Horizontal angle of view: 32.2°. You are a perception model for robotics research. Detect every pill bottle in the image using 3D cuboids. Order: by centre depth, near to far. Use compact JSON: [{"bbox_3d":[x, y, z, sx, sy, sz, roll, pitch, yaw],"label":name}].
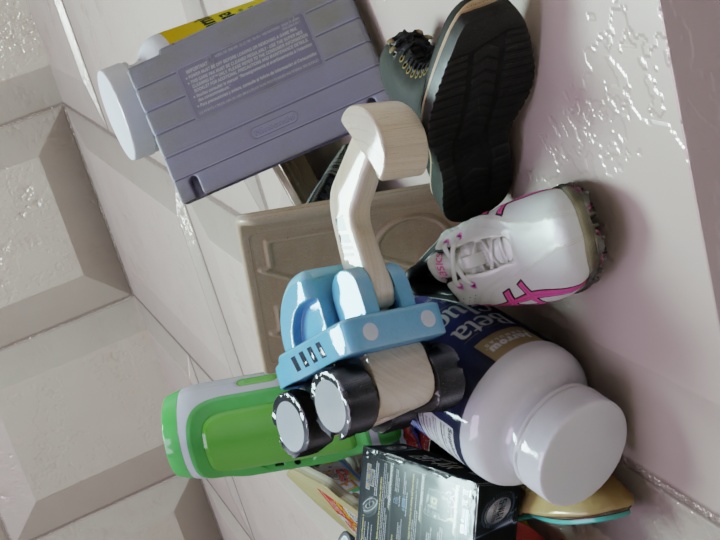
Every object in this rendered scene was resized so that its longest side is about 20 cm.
[{"bbox_3d":[0.096,0.089,0.921,0.200,0.111,0.111,32,143,47],"label":"pill bottle"},{"bbox_3d":[-0.130,-0.174,1.134,0.113,0.200,0.113,55,159,33],"label":"pill bottle"}]

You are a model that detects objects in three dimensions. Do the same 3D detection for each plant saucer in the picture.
[{"bbox_3d":[-0.067,-0.097,1.265,0.200,0.029,0.200,61,178,4],"label":"plant saucer"}]

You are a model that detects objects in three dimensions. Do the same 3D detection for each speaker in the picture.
[{"bbox_3d":[-0.068,0.129,1.097,0.088,0.200,0.089,-10,-90,-84],"label":"speaker"}]

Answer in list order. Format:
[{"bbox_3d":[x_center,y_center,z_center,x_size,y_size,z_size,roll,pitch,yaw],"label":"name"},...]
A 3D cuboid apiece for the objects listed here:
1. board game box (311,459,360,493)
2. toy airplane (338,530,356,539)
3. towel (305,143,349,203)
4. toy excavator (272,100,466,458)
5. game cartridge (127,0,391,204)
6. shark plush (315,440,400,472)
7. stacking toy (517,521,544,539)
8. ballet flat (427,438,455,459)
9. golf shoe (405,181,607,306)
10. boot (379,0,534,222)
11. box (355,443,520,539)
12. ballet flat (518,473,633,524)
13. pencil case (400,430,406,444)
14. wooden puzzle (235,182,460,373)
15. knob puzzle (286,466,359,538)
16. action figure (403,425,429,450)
[{"bbox_3d":[-0.017,0.187,1.349,0.200,0.034,0.135,53,-162,-47],"label":"board game box"},{"bbox_3d":[0.024,0.387,1.337,0.200,0.199,0.141,23,105,15],"label":"toy airplane"},{"bbox_3d":[-0.039,0.010,1.165,0.034,0.193,0.200,11,137,17],"label":"towel"},{"bbox_3d":[-0.003,0.009,0.852,0.194,0.100,0.200,-33,72,55],"label":"toy excavator"},{"bbox_3d":[-0.082,-0.152,1.041,0.038,0.200,0.130,-3,-109,-80],"label":"game cartridge"},{"bbox_3d":[-0.018,0.101,1.177,0.083,0.091,0.200,-54,-51,-71],"label":"shark plush"},{"bbox_3d":[0.114,0.258,1.125,0.200,0.146,0.146,-109,7,-56],"label":"stacking toy"},{"bbox_3d":[0.084,0.126,1.070,0.067,0.046,0.200,47,139,39],"label":"ballet flat"},{"bbox_3d":[0.096,-0.006,0.849,0.200,0.092,0.073,149,105,-71],"label":"golf shoe"},{"bbox_3d":[0.050,-0.142,0.858,0.200,0.077,0.138,95,152,-55],"label":"boot"},{"bbox_3d":[0.054,0.252,1.006,0.160,0.043,0.200,6,92,57],"label":"box"},{"bbox_3d":[0.147,0.163,0.966,0.200,0.069,0.063,143,117,-71],"label":"ballet flat"},{"bbox_3d":[0.053,0.229,1.293,0.091,0.083,0.200,-38,-76,-83],"label":"pencil case"},{"bbox_3d":[0.000,0.000,1.014,0.200,0.185,0.046,85,174,-48],"label":"wooden puzzle"},{"bbox_3d":[0.007,0.237,1.203,0.220,0.030,0.220,36,165,12],"label":"knob puzzle"},{"bbox_3d":[0.044,0.103,1.197,0.200,0.065,0.099,54,157,42],"label":"action figure"}]
